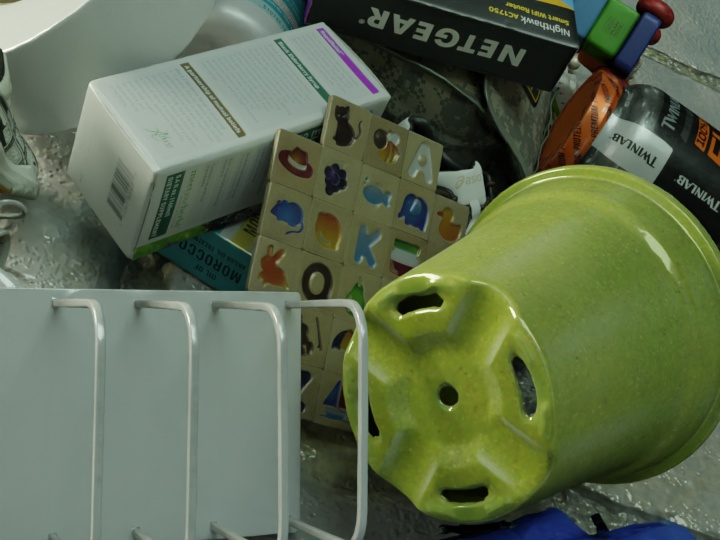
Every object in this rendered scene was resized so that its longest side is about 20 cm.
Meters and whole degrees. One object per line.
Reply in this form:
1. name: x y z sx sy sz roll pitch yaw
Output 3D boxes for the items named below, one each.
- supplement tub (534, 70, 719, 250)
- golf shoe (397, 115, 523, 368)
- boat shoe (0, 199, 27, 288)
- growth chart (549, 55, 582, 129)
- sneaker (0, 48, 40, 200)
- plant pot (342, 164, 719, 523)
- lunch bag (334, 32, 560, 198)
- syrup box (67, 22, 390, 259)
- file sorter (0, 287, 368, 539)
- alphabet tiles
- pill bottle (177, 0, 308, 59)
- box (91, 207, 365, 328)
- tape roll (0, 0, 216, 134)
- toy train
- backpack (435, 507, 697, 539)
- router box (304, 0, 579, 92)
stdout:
1. supplement tub: 0.245 -0.064 0.930 0.198 0.123 0.123 32 44 -7
2. golf shoe: 0.069 -0.022 0.836 0.077 0.095 0.201 -25 67 -41
3. boat shoe: -0.227 -0.008 0.668 0.201 0.075 0.086 40 68 6
4. growth chart: 0.163 -0.141 1.040 0.143 0.018 0.202 5 50 -23
5. sneaker: -0.224 -0.091 0.680 0.074 0.200 0.089 9 90 -9
6. plant pot: 0.092 0.050 0.660 0.201 0.201 0.183 48 32 18
7. lunch bag: 0.070 -0.158 0.937 0.198 0.118 0.165 26 46 -7
8. syrup box: -0.081 -0.089 0.754 0.198 0.079 0.082 -23 64 -40
9. file sorter: -0.103 0.080 0.600 0.197 0.124 0.141 1 88 -26
10. alphabet tiles: 0.000 0.000 0.746 0.165 0.006 0.203 18 78 -37
11. pill bottle: -0.087 -0.209 0.904 0.109 0.111 0.202 22 46 -7
12. box: -0.077 -0.027 0.796 0.198 0.049 0.083 32 45 1
13. tape roll: -0.189 -0.189 0.770 0.071 0.200 0.205 53 26 -44
14. toy train: 0.200 -0.207 1.038 0.115 0.085 0.200 34 3 5
15. backpack: 0.117 0.210 0.611 0.197 0.164 0.168 -6 39 -29
16. router box: 0.060 -0.224 0.871 0.197 0.051 0.151 12 51 -13
